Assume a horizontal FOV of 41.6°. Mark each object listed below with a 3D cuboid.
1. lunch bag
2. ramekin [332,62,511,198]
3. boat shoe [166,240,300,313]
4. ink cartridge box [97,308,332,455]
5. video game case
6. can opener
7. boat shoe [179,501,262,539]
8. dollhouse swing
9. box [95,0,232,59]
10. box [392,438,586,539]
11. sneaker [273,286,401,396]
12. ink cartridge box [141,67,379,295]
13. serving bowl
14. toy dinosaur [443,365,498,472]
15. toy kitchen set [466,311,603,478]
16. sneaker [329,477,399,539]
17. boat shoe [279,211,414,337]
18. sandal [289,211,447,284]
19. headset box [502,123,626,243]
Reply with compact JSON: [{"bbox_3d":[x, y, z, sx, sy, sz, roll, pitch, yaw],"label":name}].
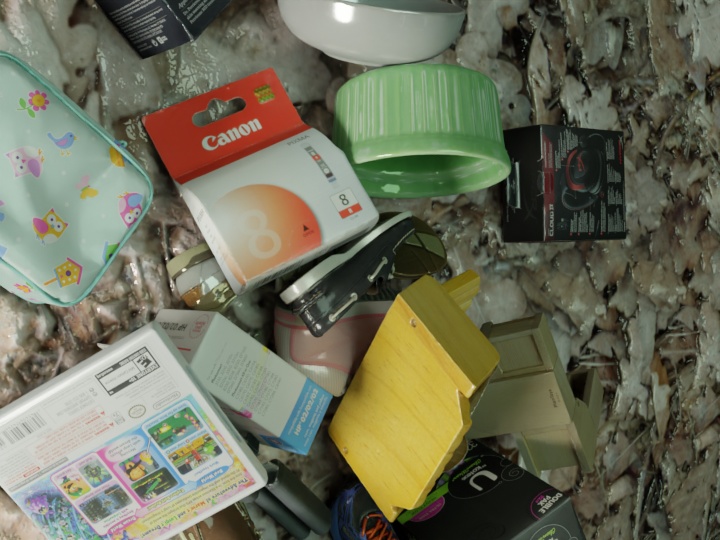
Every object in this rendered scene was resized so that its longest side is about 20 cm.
[{"bbox_3d":[-0.282,-0.076,0.810,0.200,0.077,0.162,44,62,-31],"label":"lunch bag"},{"bbox_3d":[0.061,-0.147,1.021,0.198,0.199,0.099,5,79,-39],"label":"ramekin"},{"bbox_3d":[-0.095,-0.011,0.960,0.198,0.075,0.069,-24,84,-26],"label":"boat shoe"},{"bbox_3d":[-0.137,0.095,0.905,0.200,0.114,0.069,40,65,-32],"label":"ink cartridge box"},{"bbox_3d":[-0.210,0.163,0.828,0.198,0.024,0.183,-29,113,7],"label":"video game case"},{"bbox_3d":[-0.096,0.223,0.955,0.200,0.052,0.067,51,31,-42],"label":"can opener"},{"bbox_3d":[-0.122,0.277,0.943,0.074,0.074,0.205,-35,111,-34],"label":"boat shoe"},{"bbox_3d":[0.088,0.123,1.010,0.174,0.182,0.202,-6,134,-41],"label":"dollhouse swing"},{"bbox_3d":[-0.177,-0.337,0.879,0.183,0.103,0.201,52,60,-28],"label":"box"},{"bbox_3d":[0.143,0.304,1.062,0.147,0.199,0.126,-31,110,-17],"label":"box"},{"bbox_3d":[-0.015,0.077,1.038,0.198,0.075,0.106,-8,106,-44],"label":"sneaker"},{"bbox_3d":[-0.095,-0.099,0.923,0.161,0.050,0.202,-27,85,-27],"label":"ink cartridge box"},{"bbox_3d":[0.007,-0.254,0.986,0.198,0.199,0.067,-8,117,-39],"label":"serving bowl"},{"bbox_3d":[0.090,0.195,1.099,0.201,0.100,0.058,-51,123,-23],"label":"toy dinosaur"},{"bbox_3d":[0.193,0.134,1.200,0.202,0.161,0.181,66,27,-19],"label":"toy kitchen set"},{"bbox_3d":[0.028,0.321,1.065,0.075,0.078,0.202,-34,111,-34],"label":"sneaker"},{"bbox_3d":[0.000,0.000,0.971,0.061,0.074,0.200,55,42,-2],"label":"boat shoe"},{"bbox_3d":[0.003,-0.014,1.061,0.197,0.054,0.081,-12,75,-23],"label":"sandal"},{"bbox_3d":[0.265,-0.113,1.262,0.198,0.074,0.151,-4,92,-39],"label":"headset box"}]
